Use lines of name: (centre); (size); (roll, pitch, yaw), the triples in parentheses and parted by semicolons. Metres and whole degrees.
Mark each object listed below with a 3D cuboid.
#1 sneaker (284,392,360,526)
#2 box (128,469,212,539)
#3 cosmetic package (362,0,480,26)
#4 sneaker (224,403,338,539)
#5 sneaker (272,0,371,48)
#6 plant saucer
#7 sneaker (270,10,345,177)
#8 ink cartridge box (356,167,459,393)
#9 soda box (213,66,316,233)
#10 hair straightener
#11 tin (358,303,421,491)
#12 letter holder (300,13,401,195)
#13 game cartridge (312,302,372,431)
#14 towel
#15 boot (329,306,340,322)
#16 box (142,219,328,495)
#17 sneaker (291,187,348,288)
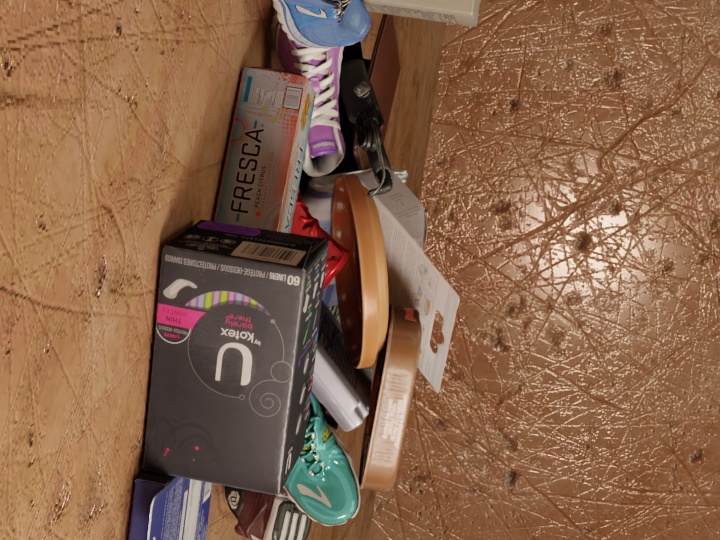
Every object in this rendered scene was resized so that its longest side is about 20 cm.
sneaker: (-0.062, 0.168, 1.210); (0.080, 0.077, 0.200); (118, -53, -84)
box: (-0.170, 0.224, 1.044); (0.200, 0.032, 0.121); (-41, 139, -81)
cosmetic package: (0.025, -0.308, 1.211); (0.103, 0.200, 0.087); (-34, 134, -82)
sneaker: (-0.098, 0.202, 1.306); (0.076, 0.115, 0.200); (30, 69, -44)
sneaker: (-0.034, -0.252, 1.080); (0.200, 0.089, 0.079); (27, 79, -63)
plant saucer: (0.000, 0.000, 1.230); (0.200, 0.032, 0.200); (174, -90, -82)
sneaker: (-0.042, -0.180, 1.210); (0.201, 0.073, 0.114); (89, -14, -52)
ink cartridge box: (0.056, 0.008, 1.293); (0.057, 0.200, 0.163); (-25, 144, -27)
soda box: (-0.093, -0.086, 1.125); (0.068, 0.064, 0.200); (48, 53, -81)
hair straightener: (0.000, -0.152, 1.218); (0.077, 0.041, 0.200); (67, 11, -46)
tin: (0.031, 0.134, 1.241); (0.112, 0.042, 0.200); (-74, 174, -75)
letter holder: (-0.023, -0.200, 1.389); (0.142, 0.100, 0.200); (79, 22, -64)
game cartridge: (-0.039, 0.086, 1.261); (0.133, 0.041, 0.200); (57, 7, -7)
towel: (-0.030, -0.030, 1.366); (0.147, 0.024, 0.200); (-11, 135, -42)
boot: (-0.059, 0.107, 1.575); (0.211, 0.079, 0.158); (86, 15, -60)
box: (-0.104, 0.071, 1.005); (0.106, 0.122, 0.200); (-59, 156, -72)
sneaker: (-0.061, -0.058, 1.202); (0.078, 0.115, 0.200); (-38, 137, -79)
